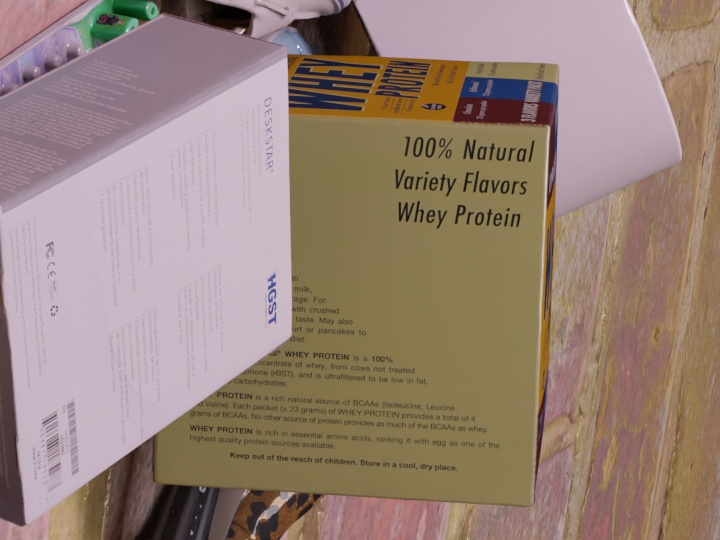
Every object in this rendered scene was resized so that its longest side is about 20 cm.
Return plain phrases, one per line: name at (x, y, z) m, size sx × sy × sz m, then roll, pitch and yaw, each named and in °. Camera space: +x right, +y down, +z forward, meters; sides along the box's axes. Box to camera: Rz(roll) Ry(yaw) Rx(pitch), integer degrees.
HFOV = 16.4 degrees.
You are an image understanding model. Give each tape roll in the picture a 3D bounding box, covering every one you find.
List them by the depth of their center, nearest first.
tape roll at (0.084, -0.126, 1.452) m, size 0.203 × 0.139 × 0.203 m, roll -24°, pitch 90°, yaw -89°

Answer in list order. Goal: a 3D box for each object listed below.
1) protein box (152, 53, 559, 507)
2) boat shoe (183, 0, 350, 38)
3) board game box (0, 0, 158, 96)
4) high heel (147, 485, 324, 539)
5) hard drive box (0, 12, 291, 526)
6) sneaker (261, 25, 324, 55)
protein box at (0.000, 0.000, 1.293) m, size 0.135 × 0.198 × 0.200 m, roll -71°, pitch 163°, yaw -71°
boat shoe at (-0.066, -0.149, 1.286) m, size 0.070 × 0.071 × 0.200 m, roll -68°, pitch 158°, yaw 3°
board game box at (-0.148, -0.012, 1.194) m, size 0.200 × 0.026 × 0.200 m, roll -46°, pitch 143°, yaw -55°
high heel at (-0.079, 0.161, 1.427) m, size 0.200 × 0.071 × 0.143 m, roll 5°, pitch 105°, yaw -69°
hard drive box at (-0.117, -0.005, 1.111) m, size 0.200 × 0.077 × 0.156 m, roll -34°, pitch 132°, yaw -47°
sneaker at (-0.014, -0.091, 1.425) m, size 0.200 × 0.082 × 0.074 m, roll 30°, pitch 72°, yaw -69°
